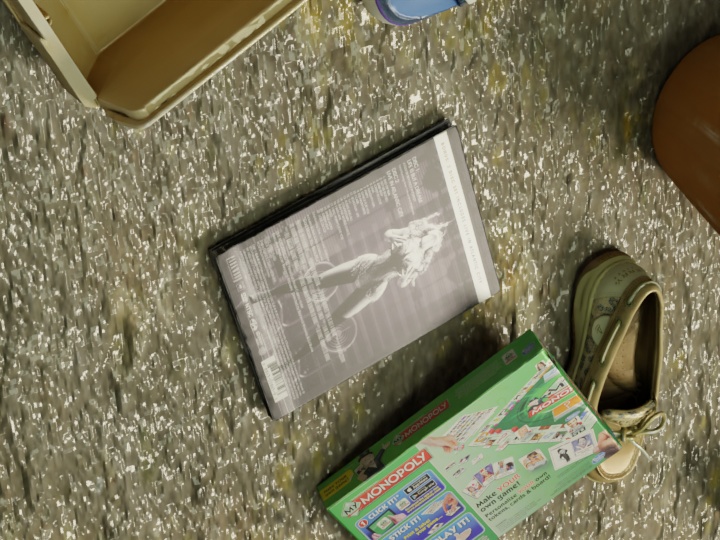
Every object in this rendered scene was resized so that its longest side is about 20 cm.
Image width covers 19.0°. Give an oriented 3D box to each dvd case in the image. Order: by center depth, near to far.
[{"bbox_3d":[0.000,0.000,1.521,0.199,0.016,0.150,-29,125,-16],"label":"dvd case"}]

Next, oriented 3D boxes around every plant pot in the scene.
[{"bbox_3d":[0.315,-0.085,1.569,0.199,0.183,0.202,-15,121,-26],"label":"plant pot"}]

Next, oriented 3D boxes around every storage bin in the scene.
[{"bbox_3d":[-0.128,-0.222,1.263,0.198,0.094,0.201,-40,129,-9],"label":"storage bin"}]

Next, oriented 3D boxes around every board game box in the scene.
[{"bbox_3d":[0.083,0.148,1.614,0.199,0.029,0.135,-36,128,6],"label":"board game box"}]

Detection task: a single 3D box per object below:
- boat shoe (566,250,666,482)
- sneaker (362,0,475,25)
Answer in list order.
[{"bbox_3d":[0.199,0.086,1.662,0.073,0.063,0.201,-19,123,-24],"label":"boat shoe"},{"bbox_3d":[0.108,-0.215,1.393,0.200,0.146,0.081,-39,128,-10],"label":"sneaker"}]
